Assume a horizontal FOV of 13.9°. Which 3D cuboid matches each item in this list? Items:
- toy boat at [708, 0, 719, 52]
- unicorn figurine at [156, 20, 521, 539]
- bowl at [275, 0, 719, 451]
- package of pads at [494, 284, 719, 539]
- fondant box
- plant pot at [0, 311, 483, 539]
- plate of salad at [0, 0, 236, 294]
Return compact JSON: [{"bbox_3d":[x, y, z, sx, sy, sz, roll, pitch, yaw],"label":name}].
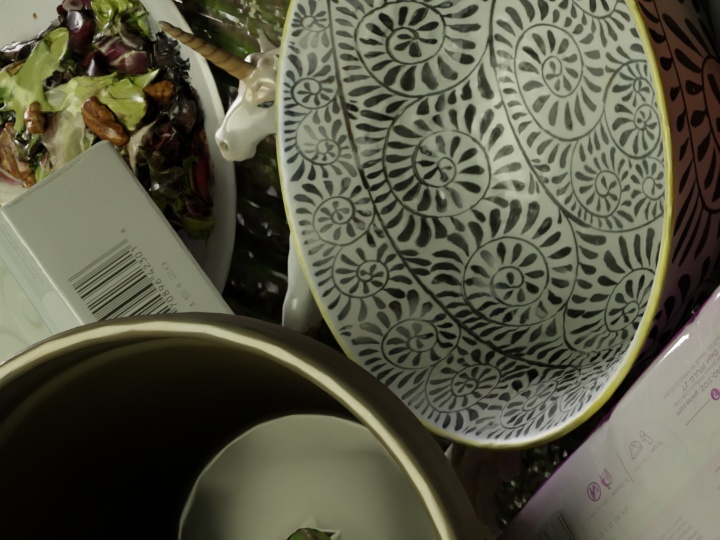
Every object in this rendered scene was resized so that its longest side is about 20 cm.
[{"bbox_3d":[0.169,-0.097,0.870,0.199,0.130,0.131,-6,99,45],"label":"toy boat"},{"bbox_3d":[0.000,0.000,1.121,0.200,0.074,0.138,34,126,12],"label":"unicorn figurine"},{"bbox_3d":[0.067,-0.046,1.006,0.200,0.094,0.202,14,109,48],"label":"bowl"},{"bbox_3d":[0.138,0.048,0.957,0.076,0.120,0.200,53,132,18],"label":"package of pads"},{"bbox_3d":[-0.110,0.048,1.186,0.145,0.058,0.200,54,153,0],"label":"fondant box"},{"bbox_3d":[-0.040,0.109,0.993,0.199,0.173,0.201,1,93,14],"label":"plant pot"},{"bbox_3d":[-0.129,-0.048,1.238,0.199,0.048,0.201,16,113,41],"label":"plate of salad"}]
